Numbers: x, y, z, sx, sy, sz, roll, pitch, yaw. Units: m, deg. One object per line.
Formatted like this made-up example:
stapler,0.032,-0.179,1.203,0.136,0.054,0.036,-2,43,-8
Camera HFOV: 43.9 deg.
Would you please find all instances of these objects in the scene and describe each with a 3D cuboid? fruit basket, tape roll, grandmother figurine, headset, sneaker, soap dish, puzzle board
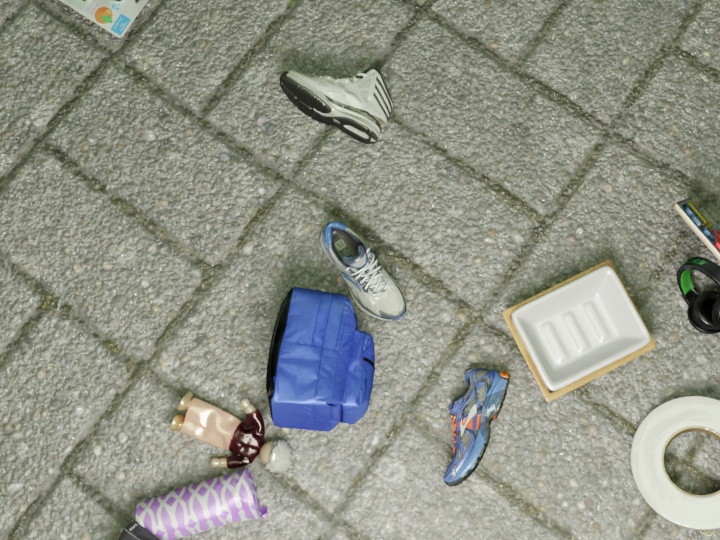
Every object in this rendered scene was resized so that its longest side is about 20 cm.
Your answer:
fruit basket,-0.463,-0.542,1.598,0.199,0.094,0.186,31,79,5
tape roll,0.518,0.294,1.370,0.201,0.037,0.205,-6,69,16
grandmother figurine,-0.197,0.260,1.417,0.199,0.061,0.122,26,106,5
headset,0.585,0.061,1.416,0.094,0.123,0.201,-33,96,-11
sneaker,0.000,0.000,1.457,0.077,0.085,0.200,-40,79,-8
soap dish,0.345,0.097,1.427,0.199,0.081,0.158,-25,77,-5
puzzle board,0.582,-0.037,1.427,0.017,0.150,0.201,-43,77,27
sneaker,-0.034,-0.313,1.550,0.199,0.076,0.116,30,70,0
sneaker,0.170,0.244,1.408,0.078,0.075,0.201,19,69,15

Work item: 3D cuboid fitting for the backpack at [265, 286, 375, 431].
backpack,-0.061,0.136,1.393,0.166,0.163,0.202,7,64,-6

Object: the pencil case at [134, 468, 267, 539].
pencil case,-0.250,0.373,1.377,0.198,0.084,0.086,-17,112,-1

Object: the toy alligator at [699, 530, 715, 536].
toy alligator,0.595,0.335,1.379,0.200,0.054,0.059,-45,63,0

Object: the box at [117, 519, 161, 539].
box,-0.329,0.493,1.330,0.142,0.036,0.201,31,104,9
